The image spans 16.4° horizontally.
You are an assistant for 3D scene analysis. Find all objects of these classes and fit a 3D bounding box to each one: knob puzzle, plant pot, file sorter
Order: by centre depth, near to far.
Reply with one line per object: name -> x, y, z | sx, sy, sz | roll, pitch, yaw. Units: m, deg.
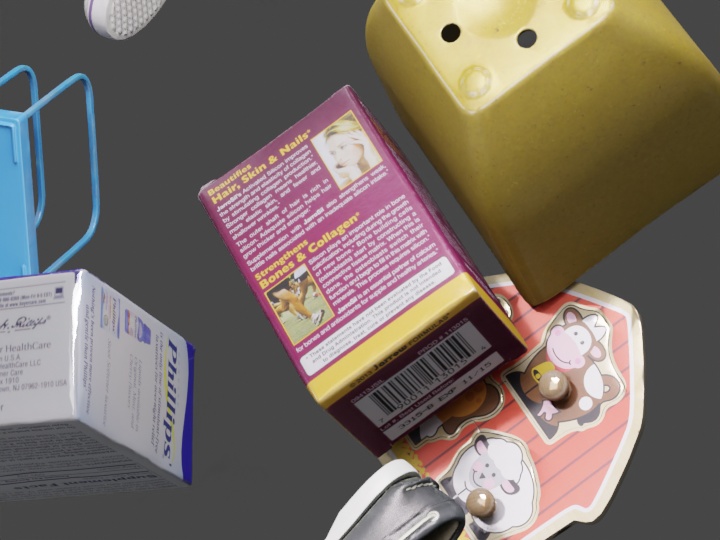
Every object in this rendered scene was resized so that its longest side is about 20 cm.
plant pot -> 0.113, -0.134, 1.624 | 0.195, 0.200, 0.195 | -36, 62, 5
knob puzzle -> 0.102, 0.084, 1.662 | 0.218, 0.030, 0.222 | -6, 72, 18
file sorter -> -0.297, -0.077, 1.776 | 0.198, 0.123, 0.140 | 9, 118, 20

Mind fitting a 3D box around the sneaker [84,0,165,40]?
sneaker -> -0.185, -0.263, 1.849 | 0.113, 0.073, 0.202 | 9, 67, 25

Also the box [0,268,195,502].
box -> -0.230, 0.083, 1.683 | 0.182, 0.200, 0.106 | -6, 71, 17

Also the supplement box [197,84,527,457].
supplement box -> 0.000, 0.000, 1.665 | 0.131, 0.103, 0.201 | -35, 56, 7

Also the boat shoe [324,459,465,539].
boat shoe -> -0.014, 0.210, 1.539 | 0.060, 0.076, 0.201 | 35, 88, 30
